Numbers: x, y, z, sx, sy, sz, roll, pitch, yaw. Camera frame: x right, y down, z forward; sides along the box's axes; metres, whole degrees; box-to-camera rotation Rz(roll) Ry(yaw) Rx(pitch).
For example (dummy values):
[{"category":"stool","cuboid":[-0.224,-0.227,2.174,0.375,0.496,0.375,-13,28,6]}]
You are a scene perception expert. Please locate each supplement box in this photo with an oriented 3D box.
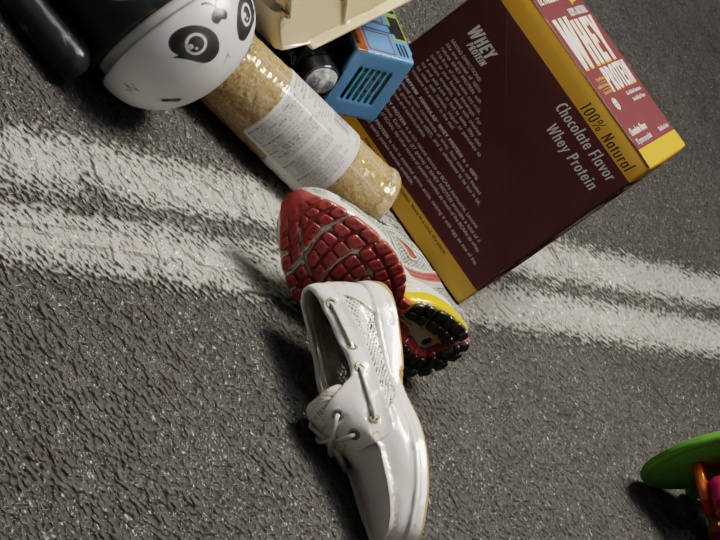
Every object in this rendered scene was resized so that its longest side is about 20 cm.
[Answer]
[{"category":"supplement box","cuboid":[0.121,-0.117,1.921,0.197,0.200,0.133,55,23,3]}]

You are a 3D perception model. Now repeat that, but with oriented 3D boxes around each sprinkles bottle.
[{"category":"sprinkles bottle","cuboid":[-0.057,-0.110,1.733,0.200,0.068,0.068,43,25,-25]}]

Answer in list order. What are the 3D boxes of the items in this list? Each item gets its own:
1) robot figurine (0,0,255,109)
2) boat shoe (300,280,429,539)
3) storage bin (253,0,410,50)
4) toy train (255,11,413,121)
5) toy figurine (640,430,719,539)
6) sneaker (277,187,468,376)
[{"category":"robot figurine","cuboid":[-0.158,-0.206,1.592,0.200,0.150,0.125,54,9,1]},{"category":"boat shoe","cuboid":[-0.005,0.098,1.554,0.069,0.071,0.200,5,56,-28]},{"category":"storage bin","cuboid":[-0.038,-0.282,1.783,0.200,0.198,0.094,43,-30,35]},{"category":"toy train","cuboid":[-0.037,-0.210,1.866,0.114,0.087,0.200,12,40,-34]},{"category":"toy figurine","cuboid":[0.330,0.246,1.965,0.200,0.150,0.185,63,14,-69]},{"category":"sneaker","cuboid":[0.000,0.000,1.675,0.200,0.078,0.082,45,17,-45]}]
